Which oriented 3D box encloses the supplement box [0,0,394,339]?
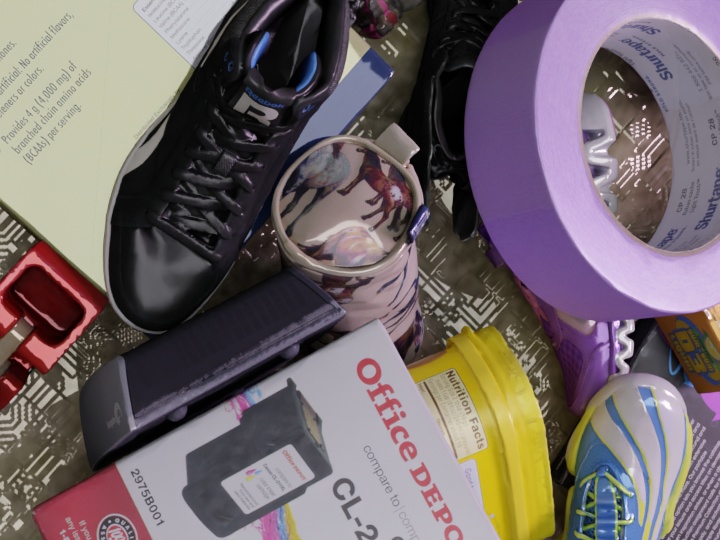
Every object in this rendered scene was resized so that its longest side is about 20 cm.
[{"bbox_3d":[-0.127,-0.104,0.787,0.200,0.134,0.200,43,83,-10],"label":"supplement box"}]

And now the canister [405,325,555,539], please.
[{"bbox_3d":[0.007,0.132,0.829,0.198,0.087,0.150,-21,133,-9],"label":"canister"}]

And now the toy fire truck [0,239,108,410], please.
[{"bbox_3d":[-0.216,0.067,0.758,0.049,0.141,0.200,41,94,-10],"label":"toy fire truck"}]

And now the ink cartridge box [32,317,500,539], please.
[{"bbox_3d":[-0.042,0.136,0.713,0.198,0.083,0.147,-29,81,-8],"label":"ink cartridge box"}]

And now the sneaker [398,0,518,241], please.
[{"bbox_3d":[0.065,-0.119,0.844,0.059,0.104,0.202,16,89,-12],"label":"sneaker"}]

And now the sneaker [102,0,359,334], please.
[{"bbox_3d":[-0.067,-0.062,0.676,0.072,0.112,0.202,26,87,-12],"label":"sneaker"}]

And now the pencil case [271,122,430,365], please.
[{"bbox_3d":[0.000,0.000,0.792,0.089,0.200,0.078,-34,70,-11],"label":"pencil case"}]

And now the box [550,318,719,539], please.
[{"bbox_3d":[0.239,0.129,0.927,0.199,0.036,0.144,35,84,-13],"label":"box"}]

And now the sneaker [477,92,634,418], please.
[{"bbox_3d":[0.119,-0.007,0.878,0.087,0.080,0.203,-6,88,-7],"label":"sneaker"}]

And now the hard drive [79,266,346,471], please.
[{"bbox_3d":[-0.089,0.055,0.749,0.134,0.200,0.043,-28,86,-20],"label":"hard drive"}]

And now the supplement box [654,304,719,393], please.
[{"bbox_3d":[0.286,0.001,0.897,0.199,0.069,0.067,-30,92,-22],"label":"supplement box"}]

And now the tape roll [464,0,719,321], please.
[{"bbox_3d":[0.157,-0.073,0.810,0.198,0.065,0.203,4,83,-33],"label":"tape roll"}]

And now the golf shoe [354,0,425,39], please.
[{"bbox_3d":[-0.022,-0.239,0.815,0.092,0.072,0.201,-43,110,-14],"label":"golf shoe"}]

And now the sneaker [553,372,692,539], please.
[{"bbox_3d":[0.155,0.165,0.837,0.075,0.105,0.202,9,120,3],"label":"sneaker"}]
